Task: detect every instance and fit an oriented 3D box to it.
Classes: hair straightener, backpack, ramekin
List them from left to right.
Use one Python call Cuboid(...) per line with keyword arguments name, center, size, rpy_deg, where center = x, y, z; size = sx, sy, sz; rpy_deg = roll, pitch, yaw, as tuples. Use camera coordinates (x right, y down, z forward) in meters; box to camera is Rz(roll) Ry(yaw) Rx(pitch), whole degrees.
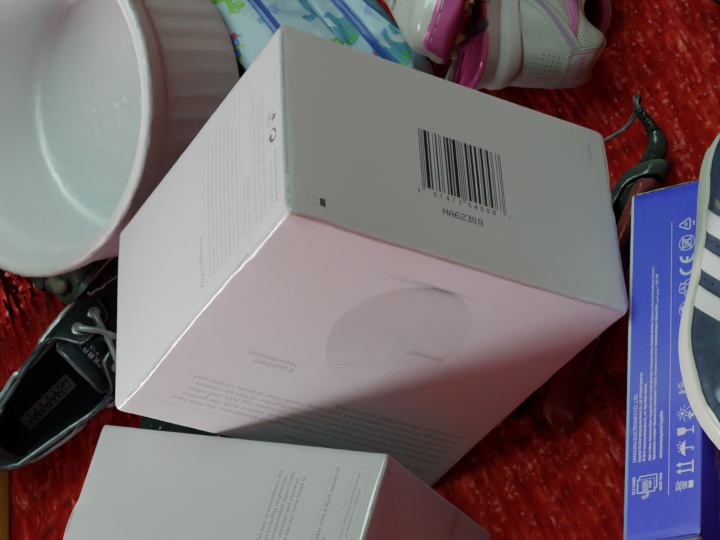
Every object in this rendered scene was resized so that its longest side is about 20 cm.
Cuboid(name="ramekin", center=(-0.164, -0.100, 1.308), size=(0.199, 0.097, 0.203), rpy_deg=(4, 97, 38))
Cuboid(name="backpack", center=(-0.044, -0.130, 1.363), size=(0.153, 0.164, 0.201), rpy_deg=(-21, 56, -6))
Cuboid(name="hair straightener", center=(0.117, -0.009, 1.245), size=(0.076, 0.041, 0.201), rpy_deg=(10, 73, 39))

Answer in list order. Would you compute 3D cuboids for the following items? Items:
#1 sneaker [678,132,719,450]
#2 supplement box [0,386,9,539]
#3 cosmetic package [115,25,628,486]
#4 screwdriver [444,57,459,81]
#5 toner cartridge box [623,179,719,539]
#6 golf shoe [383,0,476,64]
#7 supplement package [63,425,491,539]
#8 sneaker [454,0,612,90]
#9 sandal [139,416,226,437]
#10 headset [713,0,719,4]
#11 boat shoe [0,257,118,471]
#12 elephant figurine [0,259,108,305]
Cuboid(name="sneaker", center=(0.202, -0.002, 1.064), size=(0.085, 0.074, 0.202), rpy_deg=(123, 153, -55))
Cuboid(name="supplement box", center=(-0.325, 0.134, 1.351), size=(0.132, 0.200, 0.199), rpy_deg=(-22, 51, 21))
Cuboid(name="cosmetic package", center=(0.000, 0.000, 1.167), size=(0.200, 0.198, 0.124), rpy_deg=(-47, 36, 43))
Cuboid(name="screwdriver", center=(0.022, -0.030, 1.298), size=(0.029, 0.028, 0.201), rpy_deg=(28, 99, 7))
Cuboid(name="toner cartridge box", center=(0.173, 0.065, 1.125), size=(0.043, 0.095, 0.202), rpy_deg=(-12, 55, 28))
Cuboid(name="golf shoe", center=(0.023, -0.180, 1.303), size=(0.200, 0.091, 0.076), rpy_deg=(-94, 20, -64))
Cuboid(name="supplement package", center=(-0.052, 0.167, 1.195), size=(0.199, 0.120, 0.122), rpy_deg=(3, 66, 36))
Cuboid(name="sneaker", center=(0.107, -0.168, 1.341), size=(0.087, 0.082, 0.201), rpy_deg=(13, 42, -6))
Cuboid(name="sandal", center=(-0.069, 0.034, 1.343), size=(0.200, 0.048, 0.075), rpy_deg=(-45, 46, 1))
Cuboid(name="headset", center=(0.266, -0.211, 1.230), size=(0.200, 0.094, 0.124), rpy_deg=(-36, 31, 37))
Cuboid(name="boat shoe", center=(-0.162, 0.047, 1.362), size=(0.200, 0.072, 0.068), rpy_deg=(-43, 5, 12))
Cuboid(name="elephant figurine", center=(-0.223, -0.036, 1.444), size=(0.199, 0.155, 0.142), rpy_deg=(-18, 39, 25))
